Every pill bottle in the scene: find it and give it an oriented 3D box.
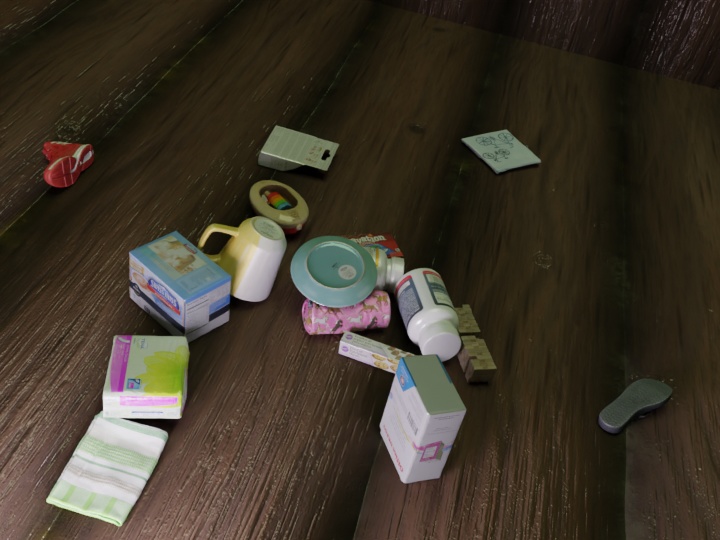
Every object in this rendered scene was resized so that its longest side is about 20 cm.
[{"bbox_3d":[0.154,0.102,1.837,0.118,0.121,0.201,-1,41,-15],"label":"pill bottle"},{"bbox_3d":[0.000,0.000,1.927,0.197,0.114,0.114,7,39,-4],"label":"pill bottle"}]

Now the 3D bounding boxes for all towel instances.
[{"bbox_3d":[-0.449,0.349,1.469,0.147,0.031,0.201,14,40,5],"label":"towel"}]

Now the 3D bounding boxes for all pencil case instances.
[{"bbox_3d":[-0.029,0.092,1.834,0.197,0.088,0.083,-3,23,-18],"label":"pencil case"}]

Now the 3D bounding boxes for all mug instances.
[{"bbox_3d":[-0.252,-0.035,1.835,0.185,0.154,0.150,-8,48,-50],"label":"mug"}]

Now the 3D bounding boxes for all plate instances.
[{"bbox_3d":[-0.057,-0.006,1.833,0.197,0.026,0.202,5,51,-6],"label":"plate"}]

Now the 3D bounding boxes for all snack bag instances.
[{"bbox_3d":[0.440,-0.370,2.548,0.186,0.022,0.200,-15,46,-27],"label":"snack bag"}]

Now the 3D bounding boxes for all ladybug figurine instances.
[{"bbox_3d":[-0.209,-0.155,2.094,0.134,0.073,0.200,-16,46,-30],"label":"ladybug figurine"}]

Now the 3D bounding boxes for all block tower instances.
[{"bbox_3d":[0.242,0.165,1.835,0.057,0.055,0.201,0,40,-14],"label":"block tower"}]

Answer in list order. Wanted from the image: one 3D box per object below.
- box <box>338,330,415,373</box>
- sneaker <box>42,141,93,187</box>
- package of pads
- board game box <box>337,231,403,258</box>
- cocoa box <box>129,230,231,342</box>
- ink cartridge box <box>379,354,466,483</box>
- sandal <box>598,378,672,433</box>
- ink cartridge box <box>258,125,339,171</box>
[{"bbox_3d":[0.051,0.187,1.774,0.197,0.042,0.039,19,39,8],"label":"box"},{"bbox_3d":[-0.784,-0.275,2.114,0.114,0.080,0.200,9,26,11],"label":"sneaker"},{"bbox_3d":[-0.413,0.203,1.600,0.152,0.069,0.201,2,31,-11],"label":"package of pads"},{"bbox_3d":[-0.001,-0.053,2.066,0.197,0.020,0.103,-6,41,-20],"label":"board game box"},{"bbox_3d":[-0.392,0.034,1.777,0.199,0.133,0.133,36,45,27],"label":"cocoa box"},{"bbox_3d":[0.113,0.281,1.552,0.083,0.202,0.145,-3,41,-22],"label":"ink cartridge box"},{"bbox_3d":[0.592,0.295,1.782,0.198,0.043,0.076,-23,42,-22],"label":"sandal"},{"bbox_3d":[-0.175,-0.334,2.343,0.197,0.051,0.162,18,39,1],"label":"ink cartridge box"}]
